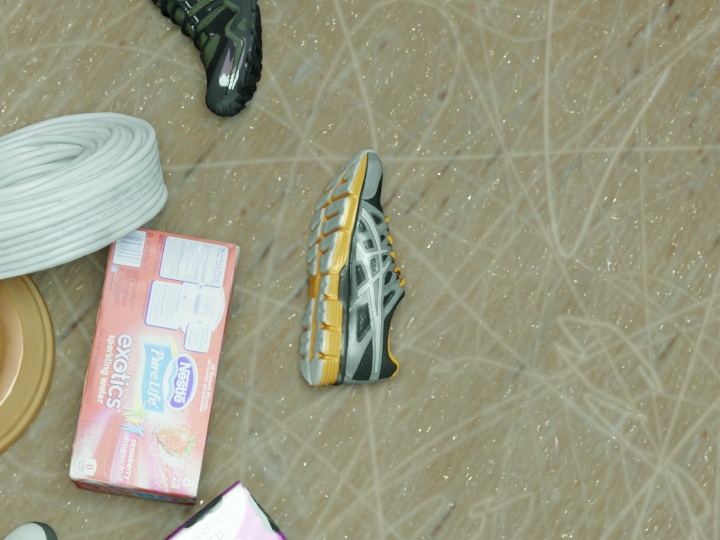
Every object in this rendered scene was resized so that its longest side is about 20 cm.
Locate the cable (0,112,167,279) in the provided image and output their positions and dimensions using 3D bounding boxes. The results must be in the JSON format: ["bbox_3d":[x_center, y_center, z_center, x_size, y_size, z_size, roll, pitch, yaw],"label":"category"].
[{"bbox_3d":[-0.247,-0.057,1.168,0.200,0.199,0.070,-35,121,-39],"label":"cable"}]

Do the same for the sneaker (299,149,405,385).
[{"bbox_3d":[0.000,0.000,1.249,0.077,0.078,0.202,11,79,-18],"label":"sneaker"}]

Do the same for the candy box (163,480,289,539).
[{"bbox_3d":[-0.128,0.225,1.109,0.136,0.200,0.061,-39,84,-15],"label":"candy box"}]

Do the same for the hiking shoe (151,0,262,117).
[{"bbox_3d":[-0.135,-0.220,1.287,0.100,0.076,0.202,-1,68,1],"label":"hiking shoe"}]

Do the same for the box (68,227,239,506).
[{"bbox_3d":[-0.160,0.077,1.195,0.102,0.095,0.202,9,76,-5],"label":"box"}]

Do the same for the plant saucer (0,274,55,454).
[{"bbox_3d":[-0.344,0.063,1.206,0.198,0.037,0.202,1,77,-6],"label":"plant saucer"}]

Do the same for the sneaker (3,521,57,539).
[{"bbox_3d":[-0.312,0.262,1.124,0.108,0.067,0.202,41,74,-39],"label":"sneaker"}]
